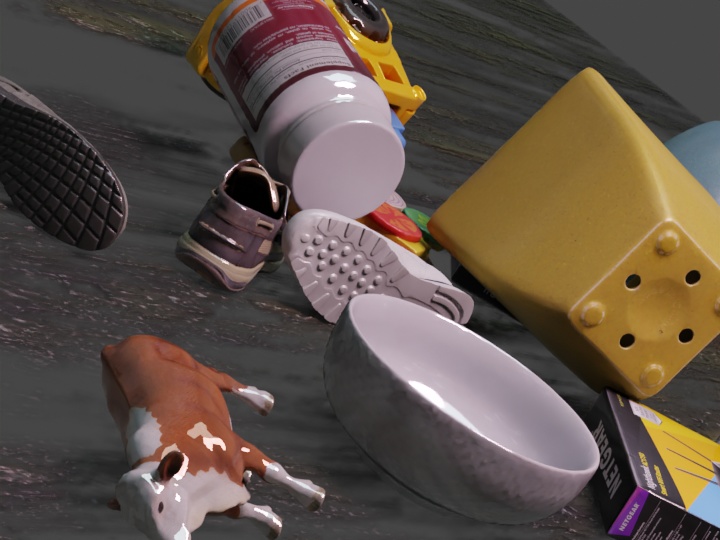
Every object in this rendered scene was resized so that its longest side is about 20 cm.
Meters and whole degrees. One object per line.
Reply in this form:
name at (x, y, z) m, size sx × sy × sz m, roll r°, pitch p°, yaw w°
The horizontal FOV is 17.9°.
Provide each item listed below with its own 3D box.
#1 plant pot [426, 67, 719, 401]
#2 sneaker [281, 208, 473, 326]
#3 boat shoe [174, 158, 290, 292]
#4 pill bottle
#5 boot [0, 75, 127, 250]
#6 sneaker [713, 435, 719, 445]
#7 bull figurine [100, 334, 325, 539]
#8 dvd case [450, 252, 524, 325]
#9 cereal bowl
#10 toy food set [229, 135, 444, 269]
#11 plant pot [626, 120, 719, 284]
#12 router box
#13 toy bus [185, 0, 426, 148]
plant pot at (0.207, -0.007, 1.866) m, size 0.194 × 0.195 × 0.200 m, roll 43°, pitch 7°, yaw -28°
sneaker at (0.000, 0.000, 1.769) m, size 0.200 × 0.076 × 0.081 m, roll 33°, pitch 12°, yaw -45°
boat shoe at (-0.081, -0.041, 1.727) m, size 0.074 × 0.073 × 0.200 m, roll 32°, pitch 15°, yaw -2°
pill bottle at (-0.042, -0.134, 1.835) m, size 0.114 × 0.114 × 0.200 m, roll 21°, pitch 26°, yaw -36°
boot at (-0.221, -0.087, 1.626) m, size 0.200 × 0.068 × 0.131 m, roll 39°, pitch 11°, yaw 16°
sneaker at (0.366, 0.145, 1.949) m, size 0.075 × 0.116 × 0.200 m, roll 40°, pitch 17°, yaw 27°
bull figurine at (-0.093, 0.101, 1.290) m, size 0.121 × 0.065 × 0.200 m, roll 29°, pitch 17°, yaw -27°
dvd case at (0.150, 0.010, 2.116) m, size 0.150 × 0.025 × 0.200 m, roll 31°, pitch 16°, yaw -7°
cereal bowl at (0.056, 0.105, 1.529) m, size 0.200 × 0.084 × 0.200 m, roll 30°, pitch 15°, yaw -9°
toy food set at (-0.016, -0.050, 1.929) m, size 0.200 × 0.049 × 0.198 m, roll 35°, pitch 15°, yaw 11°
plant pot at (0.336, -0.044, 2.396) m, size 0.134 × 0.201 × 0.200 m, roll -15°, pitch 36°, yaw -18°
router box at (0.250, 0.175, 1.748) m, size 0.149 × 0.051 × 0.200 m, roll 27°, pitch 16°, yaw -10°
toy bus at (-0.038, -0.165, 2.132) m, size 0.200 × 0.136 × 0.192 m, roll 11°, pitch 42°, yaw -48°
